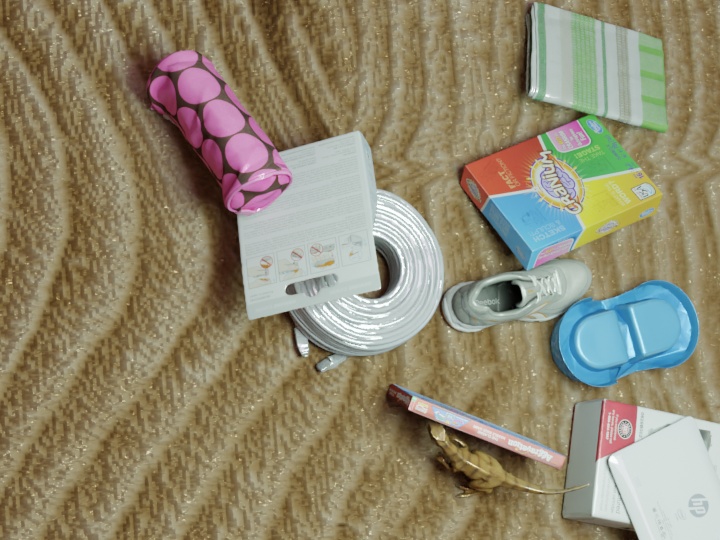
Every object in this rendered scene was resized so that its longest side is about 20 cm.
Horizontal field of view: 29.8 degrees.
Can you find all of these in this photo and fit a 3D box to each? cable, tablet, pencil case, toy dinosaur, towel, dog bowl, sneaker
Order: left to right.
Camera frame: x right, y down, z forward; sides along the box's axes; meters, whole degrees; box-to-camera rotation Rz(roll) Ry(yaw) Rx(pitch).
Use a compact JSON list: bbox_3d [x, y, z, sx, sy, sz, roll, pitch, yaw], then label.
[{"bbox_3d":[-0.162,-0.151,1.528,0.091,0.094,0.200,4,46,-57],"label":"pencil case"},{"bbox_3d":[0.000,0.000,1.595,0.200,0.069,0.200,-19,86,-20],"label":"cable"},{"bbox_3d":[0.152,0.239,1.581,0.200,0.106,0.061,25,72,-13],"label":"toy dinosaur"},{"bbox_3d":[0.204,0.029,1.645,0.200,0.092,0.076,-16,87,-20],"label":"sneaker"},{"bbox_3d":[0.305,-0.260,1.755,0.200,0.031,0.150,13,63,-18],"label":"towel"},{"bbox_3d":[0.328,0.081,1.700,0.200,0.050,0.112,-14,85,-21],"label":"dog bowl"},{"bbox_3d":[0.383,0.289,1.609,0.130,0.014,0.200,-22,90,-20],"label":"tablet"}]

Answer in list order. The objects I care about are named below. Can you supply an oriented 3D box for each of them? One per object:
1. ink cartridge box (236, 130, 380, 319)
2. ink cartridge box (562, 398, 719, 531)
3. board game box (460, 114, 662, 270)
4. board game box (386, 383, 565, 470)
[{"bbox_3d":[-0.057,-0.046,1.531,0.160,0.047,0.200,-14,66,13],"label":"ink cartridge box"},{"bbox_3d":[0.361,0.248,1.661,0.199,0.083,0.147,12,76,-16],"label":"ink cartridge box"},{"bbox_3d":[0.249,-0.100,1.678,0.200,0.040,0.153,-23,59,-21],"label":"board game box"},{"bbox_3d":[0.134,0.183,1.587,0.200,0.103,0.019,23,87,-13],"label":"board game box"}]
